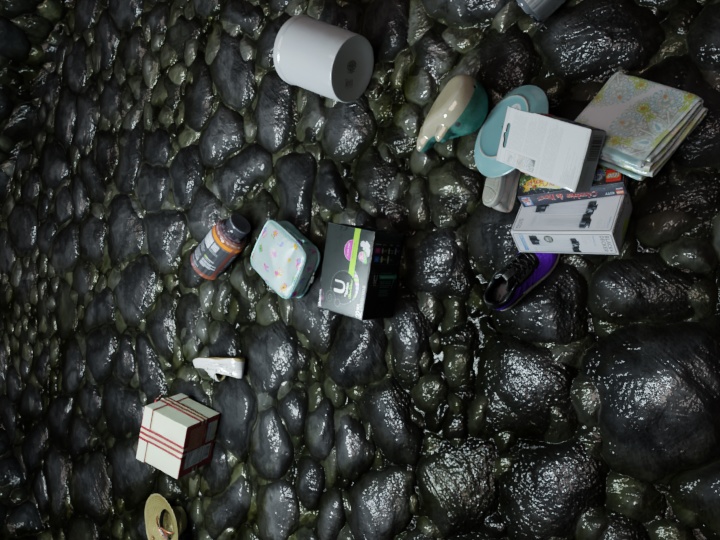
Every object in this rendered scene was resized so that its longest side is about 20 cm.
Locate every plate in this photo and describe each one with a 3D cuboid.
[{"bbox_3d":[0.295,-0.286,1.349,0.199,0.025,0.204,-40,39,41],"label":"plate"}]

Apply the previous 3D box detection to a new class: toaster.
[{"bbox_3d":[0.353,-0.588,1.311,0.128,0.112,0.203,-37,65,29],"label":"toaster"}]

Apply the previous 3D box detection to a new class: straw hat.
[{"bbox_3d":[-0.579,0.774,2.050,0.198,0.084,0.207,4,96,42],"label":"straw hat"}]

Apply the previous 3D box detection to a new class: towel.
[{"bbox_3d":[0.480,-0.258,1.186,0.171,0.048,0.199,-47,45,-4],"label":"towel"}]

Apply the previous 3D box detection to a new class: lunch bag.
[{"bbox_3d":[-0.194,-0.032,1.764,0.199,0.076,0.163,40,112,32],"label":"lunch bag"}]

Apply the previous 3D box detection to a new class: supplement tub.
[{"bbox_3d":[-0.395,-0.071,1.910,0.200,0.106,0.108,-43,64,29],"label":"supplement tub"}]

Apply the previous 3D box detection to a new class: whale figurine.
[{"bbox_3d":[0.200,-0.326,1.446,0.200,0.102,0.161,-44,22,49],"label":"whale figurine"}]

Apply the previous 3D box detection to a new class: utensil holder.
[{"bbox_3d":[-0.087,-0.518,1.634,0.198,0.168,0.174,28,106,34],"label":"utensil holder"}]

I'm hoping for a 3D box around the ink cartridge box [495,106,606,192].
[{"bbox_3d":[0.343,-0.226,1.224,0.199,0.049,0.112,36,123,48],"label":"ink cartridge box"}]

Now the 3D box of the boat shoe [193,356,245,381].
[{"bbox_3d":[-0.415,0.286,1.938,0.196,0.070,0.071,-5,84,38],"label":"boat shoe"}]

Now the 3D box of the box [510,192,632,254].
[{"bbox_3d":[0.397,-0.094,1.259,0.197,0.060,0.118,1,51,39],"label":"box"}]

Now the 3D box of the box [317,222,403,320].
[{"bbox_3d":[0.000,0.000,1.575,0.146,0.123,0.206,12,98,38],"label":"box"}]

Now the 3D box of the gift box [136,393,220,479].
[{"bbox_3d":[-0.536,0.482,1.968,0.183,0.199,0.189,18,96,22],"label":"gift box"}]

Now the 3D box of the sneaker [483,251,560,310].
[{"bbox_3d":[0.317,0.005,1.329,0.070,0.099,0.202,48,114,28],"label":"sneaker"}]

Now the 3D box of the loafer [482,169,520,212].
[{"bbox_3d":[0.307,-0.220,1.376,0.071,0.062,0.205,5,76,63],"label":"loafer"}]

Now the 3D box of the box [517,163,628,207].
[{"bbox_3d":[0.402,-0.199,1.261,0.196,0.038,0.139,-5,58,34],"label":"box"}]
